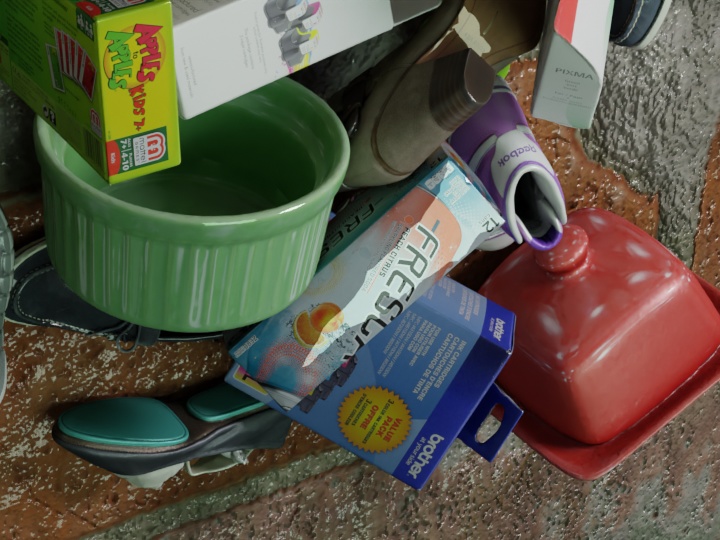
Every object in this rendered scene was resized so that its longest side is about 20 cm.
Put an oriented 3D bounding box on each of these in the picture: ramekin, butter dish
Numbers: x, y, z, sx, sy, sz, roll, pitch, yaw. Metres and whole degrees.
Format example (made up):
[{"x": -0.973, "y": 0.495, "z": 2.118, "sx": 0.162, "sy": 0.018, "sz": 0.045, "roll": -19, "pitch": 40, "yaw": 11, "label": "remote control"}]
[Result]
[{"x": -0.111, "y": -0.049, "z": 1.238, "sx": 0.199, "sy": 0.200, "sz": 0.098, "roll": -14, "pitch": 131, "yaw": -29, "label": "ramekin"}, {"x": 0.172, "y": 0.026, "z": 1.486, "sx": 0.199, "sy": 0.200, "sz": 0.148, "roll": -37, "pitch": 132, "yaw": -13, "label": "butter dish"}]

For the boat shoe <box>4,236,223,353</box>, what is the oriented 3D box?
[{"x": -0.158, "y": 0.015, "z": 1.331, "sx": 0.199, "sy": 0.062, "sz": 0.075, "roll": 4, "pitch": 116, "yaw": -36, "label": "boat shoe"}]

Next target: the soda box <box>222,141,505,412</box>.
[{"x": 0.000, "y": 0.000, "z": 1.298, "sx": 0.200, "sy": 0.068, "sz": 0.064, "roll": -42, "pitch": 110, "yaw": 8, "label": "soda box"}]

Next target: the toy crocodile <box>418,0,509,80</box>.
[{"x": 0.082, "y": -0.198, "z": 1.385, "sx": 0.067, "sy": 0.062, "sz": 0.201, "roll": 16, "pitch": 102, "yaw": -41, "label": "toy crocodile"}]

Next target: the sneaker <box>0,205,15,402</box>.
[{"x": -0.261, "y": 0.040, "z": 1.222, "sx": 0.075, "sy": 0.116, "sz": 0.201, "roll": 0, "pitch": 122, "yaw": 1, "label": "sneaker"}]

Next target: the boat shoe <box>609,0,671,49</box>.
[{"x": 0.199, "y": -0.260, "z": 1.416, "sx": 0.062, "sy": 0.075, "sz": 0.201, "roll": -9, "pitch": 120, "yaw": -34, "label": "boat shoe"}]

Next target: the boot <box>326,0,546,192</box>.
[{"x": 0.041, "y": -0.137, "z": 1.304, "sx": 0.070, "sy": 0.146, "sz": 0.200, "roll": 48, "pitch": 43, "yaw": -20, "label": "boot"}]

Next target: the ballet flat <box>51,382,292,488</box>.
[{"x": -0.134, "y": 0.125, "z": 1.414, "sx": 0.199, "sy": 0.073, "sz": 0.073, "roll": -11, "pitch": 123, "yaw": -34, "label": "ballet flat"}]

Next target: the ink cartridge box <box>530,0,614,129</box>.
[{"x": 0.154, "y": -0.208, "z": 1.271, "sx": 0.200, "sy": 0.050, "sz": 0.161, "roll": 100, "pitch": 1, "yaw": -69, "label": "ink cartridge box"}]

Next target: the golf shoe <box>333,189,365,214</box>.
[{"x": 0.017, "y": 0.027, "z": 1.475, "sx": 0.092, "sy": 0.072, "sz": 0.201, "roll": -56, "pitch": 142, "yaw": -60, "label": "golf shoe"}]

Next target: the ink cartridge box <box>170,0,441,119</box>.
[{"x": -0.060, "y": -0.182, "z": 1.244, "sx": 0.200, "sy": 0.115, "sz": 0.068, "roll": -26, "pitch": 129, "yaw": -22, "label": "ink cartridge box"}]

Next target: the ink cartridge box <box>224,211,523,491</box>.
[{"x": 0.021, "y": 0.064, "z": 1.398, "sx": 0.200, "sy": 0.076, "sz": 0.137, "roll": 28, "pitch": 113, "yaw": -5, "label": "ink cartridge box"}]

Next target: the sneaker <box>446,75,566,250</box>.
[{"x": 0.107, "y": -0.043, "z": 1.427, "sx": 0.072, "sy": 0.114, "sz": 0.201, "roll": -27, "pitch": 152, "yaw": -6, "label": "sneaker"}]

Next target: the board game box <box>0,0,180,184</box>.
[{"x": -0.173, "y": -0.141, "z": 1.126, "sx": 0.047, "sy": 0.200, "sz": 0.102, "roll": -18, "pitch": 126, "yaw": -27, "label": "board game box"}]
